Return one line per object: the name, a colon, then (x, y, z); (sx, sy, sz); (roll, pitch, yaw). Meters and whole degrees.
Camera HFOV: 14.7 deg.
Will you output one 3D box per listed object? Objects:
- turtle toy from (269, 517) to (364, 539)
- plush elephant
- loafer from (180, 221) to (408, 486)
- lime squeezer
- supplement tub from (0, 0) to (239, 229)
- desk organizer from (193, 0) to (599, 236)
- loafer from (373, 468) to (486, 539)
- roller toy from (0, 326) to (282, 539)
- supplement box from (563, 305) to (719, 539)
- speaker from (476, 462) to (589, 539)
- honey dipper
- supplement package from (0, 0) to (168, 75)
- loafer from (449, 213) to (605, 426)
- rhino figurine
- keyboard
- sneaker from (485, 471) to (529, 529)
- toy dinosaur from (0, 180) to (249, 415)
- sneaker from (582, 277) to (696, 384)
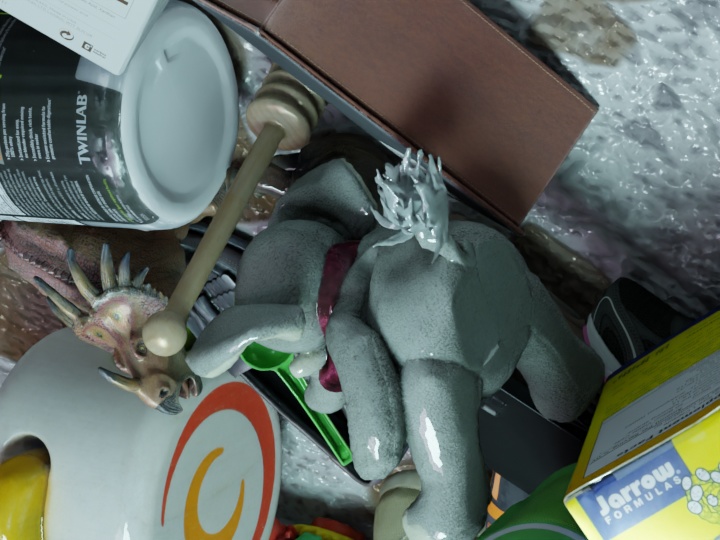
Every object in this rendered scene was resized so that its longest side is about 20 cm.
turtle toy: (-0.050, 0.206, 1.802); (0.199, 0.101, 0.146); (15, 166, 22)
plush elephant: (0.002, 0.028, 1.406); (0.154, 0.165, 0.200); (1, 128, 38)
loafer: (-0.046, 0.049, 1.636); (0.200, 0.063, 0.072); (39, 143, -15)
lime squeezer: (-0.054, 0.041, 1.560); (0.038, 0.071, 0.200); (-21, 147, 4)
supplement tub: (-0.176, -0.087, 1.501); (0.199, 0.123, 0.123); (5, 139, 30)
desk organizer: (0.021, -0.106, 1.382); (0.200, 0.077, 0.072); (36, 178, -36)
loafer: (0.076, 0.206, 1.667); (0.200, 0.068, 0.076); (43, 146, -11)
roller toy: (-0.146, 0.129, 1.696); (0.139, 0.200, 0.183); (9, 147, 26)
supplement box: (0.182, 0.097, 1.360); (0.109, 0.200, 0.110); (-33, 96, 18)
speaker: (0.106, 0.149, 1.388); (0.088, 0.200, 0.089); (2, 98, 15)
honey dipper: (-0.064, -0.036, 1.422); (0.038, 0.200, 0.038); (17, 143, 14)
supplement package: (-0.113, -0.212, 1.302); (0.119, 0.121, 0.200); (30, 144, -3)
loafer: (0.109, 0.042, 1.532); (0.200, 0.063, 0.072); (38, 138, -23)
rhino figurine: (0.000, 0.000, 1.544); (0.087, 0.060, 0.200); (-9, 135, 18)
keyboard: (0.145, 0.109, 1.521); (0.200, 0.040, 0.104); (33, 145, -2)
sneaker: (0.163, 0.168, 1.610); (0.200, 0.078, 0.112); (30, 120, 16)
toy dinosaur: (-0.152, -0.003, 1.550); (0.199, 0.135, 0.086); (19, 122, 32)
sneaker: (0.215, 0.061, 1.487); (0.200, 0.080, 0.086); (36, 120, -6)
